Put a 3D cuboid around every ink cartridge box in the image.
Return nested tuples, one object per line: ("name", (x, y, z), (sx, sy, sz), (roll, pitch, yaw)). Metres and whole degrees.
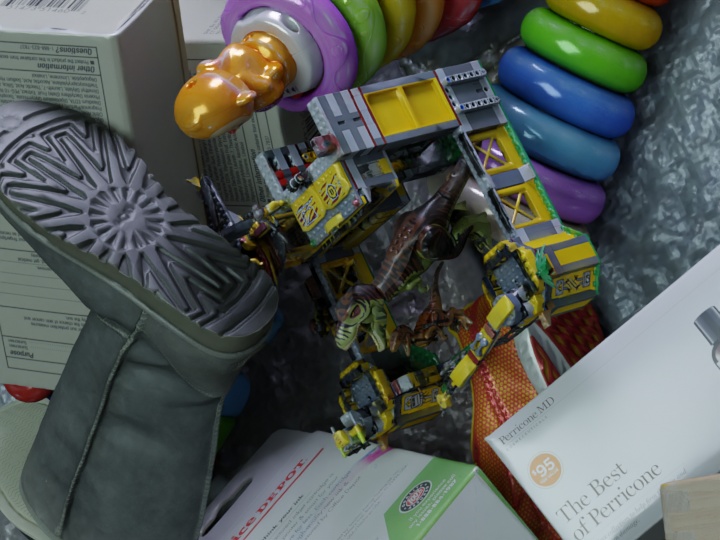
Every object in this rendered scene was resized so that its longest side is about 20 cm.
("ink cartridge box", (-0.011, 0.145, 1.274), (0.117, 0.067, 0.200), (-49, 23, -17))

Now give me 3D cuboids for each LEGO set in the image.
("LEGO set", (0.000, 0.000, 1.199), (0.200, 0.116, 0.154), (-29, 79, 52))

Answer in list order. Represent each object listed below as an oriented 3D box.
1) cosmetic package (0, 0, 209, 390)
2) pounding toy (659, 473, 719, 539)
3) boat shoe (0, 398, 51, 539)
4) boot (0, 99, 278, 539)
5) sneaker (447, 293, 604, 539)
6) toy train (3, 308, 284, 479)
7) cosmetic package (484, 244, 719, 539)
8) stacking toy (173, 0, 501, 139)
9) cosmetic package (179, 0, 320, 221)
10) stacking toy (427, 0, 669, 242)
("cosmetic package", (-0.134, -0.042, 1.281), (0.103, 0.073, 0.201), (7, 123, 20))
("pounding toy", (0.246, 0.143, 1.091), (0.199, 0.184, 0.143), (-9, 85, 33))
("boat shoe", (-0.142, 0.140, 1.414), (0.200, 0.072, 0.068), (40, 154, 38))
("boot", (-0.127, 0.039, 1.247), (0.182, 0.073, 0.200), (43, 144, 15))
("sneaker", (0.095, 0.103, 1.270), (0.077, 0.073, 0.201), (-27, 68, 47))
("toy train", (-0.137, 0.021, 1.407), (0.200, 0.085, 0.116), (38, 100, 27))
("cosmetic package", (0.159, 0.045, 1.187), (0.200, 0.051, 0.083), (-41, 70, 5))
("stacking toy", (-0.022, -0.117, 1.207), (0.116, 0.200, 0.110), (-7, 121, 41))
("cosmetic package", (-0.115, -0.085, 1.346), (0.199, 0.073, 0.104), (4, 121, 23))
("stacking toy", (0.110, -0.107, 1.247), (0.085, 0.085, 0.201), (32, 102, 29))
